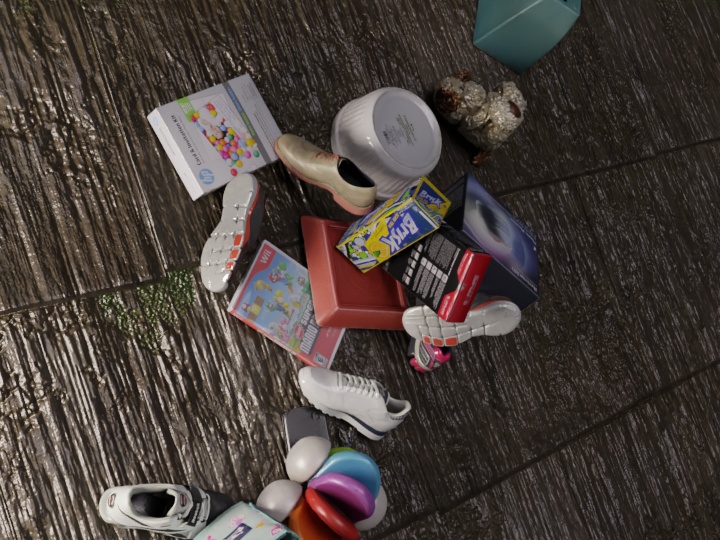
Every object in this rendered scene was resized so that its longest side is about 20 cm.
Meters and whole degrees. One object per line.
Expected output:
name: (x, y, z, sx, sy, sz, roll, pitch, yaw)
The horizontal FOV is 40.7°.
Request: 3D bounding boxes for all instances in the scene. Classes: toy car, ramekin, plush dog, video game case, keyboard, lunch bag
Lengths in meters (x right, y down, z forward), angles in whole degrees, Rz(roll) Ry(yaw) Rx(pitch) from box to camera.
toy car: (-0.042, 0.349, 1.444, 0.175, 0.150, 0.200, 43, 59, -11)
ramekin: (0.056, -0.238, 1.771, 0.200, 0.105, 0.201, 13, 67, -32)
plush dog: (0.219, -0.316, 1.919, 0.172, 0.161, 0.200, 37, 27, -3)
video game case: (-0.110, 0.061, 1.601, 0.200, 0.017, 0.143, 36, 57, -21)
keyboard: (-0.058, 0.314, 1.548, 0.127, 0.021, 0.201, -2, 76, -30)
lunch bag: (-0.162, 0.423, 1.311, 0.122, 0.170, 0.201, 24, 79, -27)

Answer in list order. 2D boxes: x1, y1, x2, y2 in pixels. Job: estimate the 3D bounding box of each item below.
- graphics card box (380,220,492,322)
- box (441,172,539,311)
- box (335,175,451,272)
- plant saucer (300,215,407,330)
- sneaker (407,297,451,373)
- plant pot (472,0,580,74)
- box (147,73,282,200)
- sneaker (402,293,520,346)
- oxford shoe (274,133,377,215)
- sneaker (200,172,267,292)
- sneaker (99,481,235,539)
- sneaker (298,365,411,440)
graphics card box: (0.122, -0.014, 1.605, 0.051, 0.200, 0.126, 6, 113, -38)
box: (0.220, -0.036, 1.768, 0.200, 0.123, 0.199, 39, 34, -19)
box: (0.053, -0.073, 1.590, 0.070, 0.200, 0.064, 43, 48, -15)
plant saucer: (0.000, 0.000, 1.675, 0.199, 0.037, 0.200, 5, 67, -37)
sneaker: (0.145, 0.087, 1.740, 0.080, 0.075, 0.201, 24, 61, -27)
plant pot: (0.360, -0.541, 2.037, 0.141, 0.200, 0.142, 25, 62, -27)
box: (-0.229, -0.223, 1.600, 0.200, 0.041, 0.156, -30, 93, -38)
sneaker: (0.171, 0.077, 1.671, 0.199, 0.082, 0.077, -2, 115, -1)
oxford shoe: (-0.052, -0.177, 1.611, 0.200, 0.075, 0.071, 33, 54, 6)
sneaker: (-0.188, -0.052, 1.550, 0.082, 0.077, 0.201, 37, 66, -52)
sneaker: (-0.254, 0.335, 1.356, 0.199, 0.088, 0.074, 11, 66, -34)
sneaker: (-0.011, 0.199, 1.571, 0.200, 0.080, 0.077, 31, 37, -29)
